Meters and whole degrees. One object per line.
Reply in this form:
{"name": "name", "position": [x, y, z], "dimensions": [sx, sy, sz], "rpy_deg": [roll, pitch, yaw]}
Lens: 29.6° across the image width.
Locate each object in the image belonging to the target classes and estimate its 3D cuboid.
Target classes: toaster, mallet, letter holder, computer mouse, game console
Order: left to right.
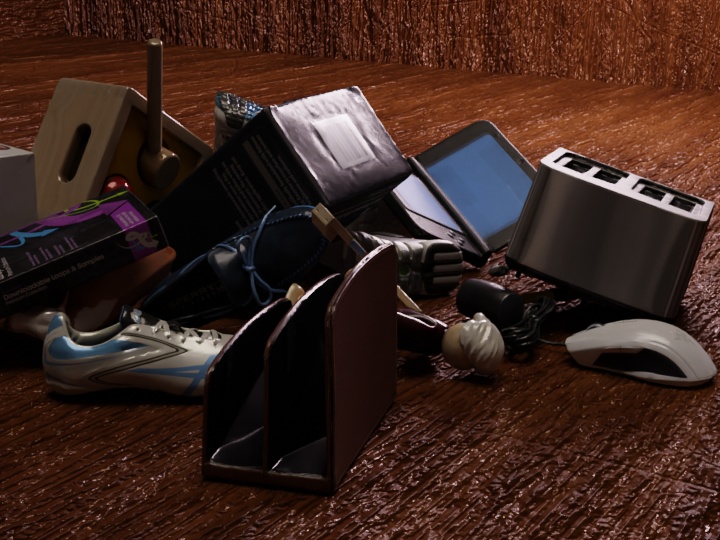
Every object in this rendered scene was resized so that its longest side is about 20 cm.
{"name": "letter holder", "position": [-0.040, 0.058, 1.027], "dimensions": [0.099, 0.144, 0.200], "rpy_deg": [5, 16, 13]}
{"name": "game console", "position": [0.105, -0.110, 1.573], "dimensions": [0.175, 0.117, 0.200], "rpy_deg": [22, 23, -41]}
{"name": "mallet", "position": [0.191, 0.029, 1.372], "dimensions": [0.198, 0.042, 0.066], "rpy_deg": [-3, 15, -32]}
{"name": "toaster", "position": [0.247, -0.034, 1.361], "dimensions": [0.179, 0.120, 0.200], "rpy_deg": [21, 17, 14]}
{"name": "computer mouse", "position": [0.226, 0.061, 1.233], "dimensions": [0.198, 0.044, 0.109], "rpy_deg": [10, 16, 29]}

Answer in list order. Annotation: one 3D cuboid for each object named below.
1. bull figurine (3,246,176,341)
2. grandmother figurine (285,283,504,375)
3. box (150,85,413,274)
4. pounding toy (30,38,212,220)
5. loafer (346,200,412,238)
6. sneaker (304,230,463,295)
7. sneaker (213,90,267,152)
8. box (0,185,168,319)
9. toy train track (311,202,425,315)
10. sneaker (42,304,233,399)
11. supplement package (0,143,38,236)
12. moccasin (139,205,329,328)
{"name": "bull figurine", "position": [-0.260, 0.021, 1.260], "dimensions": [0.120, 0.066, 0.200], "rpy_deg": [8, 27, 36]}
{"name": "grandmother figurine", "position": [0.034, 0.055, 1.216], "dimensions": [0.198, 0.061, 0.121], "rpy_deg": [11, 3, 23]}
{"name": "box", "position": [-0.082, -0.075, 1.387], "dimensions": [0.199, 0.118, 0.196], "rpy_deg": [-37, -5, 30]}
{"name": "pounding toy", "position": [-0.242, -0.115, 1.411], "dimensions": [0.141, 0.202, 0.184], "rpy_deg": [12, -13, 32]}
{"name": "loafer", "position": [-0.019, -0.062, 1.614], "dimensions": [0.198, 0.071, 0.070], "rpy_deg": [-2, 17, -23]}
{"name": "sneaker", "position": [0.001, -0.007, 1.432], "dimensions": [0.198, 0.076, 0.115], "rpy_deg": [4, 6, -34]}
{"name": "sneaker", "position": [-0.125, -0.139, 1.454], "dimensions": [0.074, 0.087, 0.200], "rpy_deg": [23, 3, 1]}
{"name": "box", "position": [-0.284, -0.013, 1.225], "dimensions": [0.199, 0.036, 0.143], "rpy_deg": [-26, 22, -15]}
{"name": "toy train track", "position": [0.000, 0.000, 1.246], "dimensions": [0.115, 0.033, 0.200], "rpy_deg": [47, 0, 35]}
{"name": "sneaker", "position": [-0.162, 0.066, 1.127], "dimensions": [0.198, 0.073, 0.072], "rpy_deg": [0, 13, -10]}
{"name": "supplement package", "position": [-0.422, -0.034, 1.305], "dimensions": [0.110, 0.158, 0.199], "rpy_deg": [15, 20, 43]}
{"name": "moccasin", "position": [-0.114, 0.011, 1.249], "dimensions": [0.199, 0.081, 0.068], "rpy_deg": [-33, 2, 14]}
